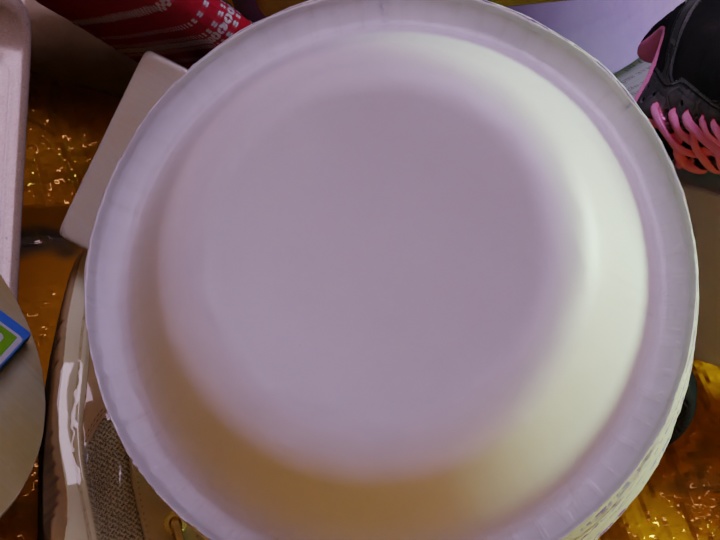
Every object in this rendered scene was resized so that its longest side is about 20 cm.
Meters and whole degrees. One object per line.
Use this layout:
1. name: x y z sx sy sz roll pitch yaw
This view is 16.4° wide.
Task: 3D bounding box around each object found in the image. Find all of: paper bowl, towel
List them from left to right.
1. towel: -0.029 -0.069 0.960 0.199 0.144 0.023 31 83 -18
2. paper bowl: 0.009 0.006 0.807 0.199 0.104 0.202 -1 77 6

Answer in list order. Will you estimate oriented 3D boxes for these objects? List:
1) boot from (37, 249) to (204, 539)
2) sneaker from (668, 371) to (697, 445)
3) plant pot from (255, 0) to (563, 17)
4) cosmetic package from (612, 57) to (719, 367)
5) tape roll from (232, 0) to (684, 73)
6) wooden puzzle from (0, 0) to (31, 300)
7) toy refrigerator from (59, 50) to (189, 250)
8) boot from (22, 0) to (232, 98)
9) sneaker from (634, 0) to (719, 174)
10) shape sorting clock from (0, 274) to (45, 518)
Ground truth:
1. boot: -0.037 0.080 0.897 0.154 0.073 0.201 1 49 -10
2. sneaker: 0.039 0.009 0.982 0.198 0.075 0.088 15 41 4
3. plant pot: 0.026 -0.199 0.911 0.198 0.201 0.177 -5 42 9
4. cosmetic package: 0.153 -0.022 0.971 0.112 0.082 0.199 -28 27 -33
5. tape roll: 0.039 -0.148 1.073 0.198 0.086 0.201 -8 32 5
6. wooden puzzle: -0.219 -0.012 0.928 0.183 0.037 0.202 3 75 -8
7. toy refrigerator: 0.000 0.000 0.905 0.199 0.076 0.070 27 3 13
8. boot: -0.163 -0.064 1.021 0.174 0.066 0.200 26 50 18
9. sneaker: 0.138 -0.056 0.891 0.095 0.079 0.200 -30 19 16
10. shape sorting clock: -0.199 0.022 0.840 0.199 0.039 0.201 25 35 -19
